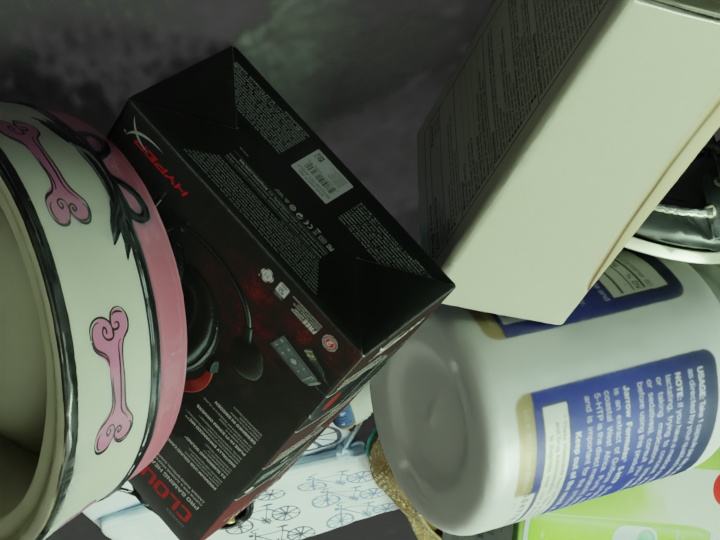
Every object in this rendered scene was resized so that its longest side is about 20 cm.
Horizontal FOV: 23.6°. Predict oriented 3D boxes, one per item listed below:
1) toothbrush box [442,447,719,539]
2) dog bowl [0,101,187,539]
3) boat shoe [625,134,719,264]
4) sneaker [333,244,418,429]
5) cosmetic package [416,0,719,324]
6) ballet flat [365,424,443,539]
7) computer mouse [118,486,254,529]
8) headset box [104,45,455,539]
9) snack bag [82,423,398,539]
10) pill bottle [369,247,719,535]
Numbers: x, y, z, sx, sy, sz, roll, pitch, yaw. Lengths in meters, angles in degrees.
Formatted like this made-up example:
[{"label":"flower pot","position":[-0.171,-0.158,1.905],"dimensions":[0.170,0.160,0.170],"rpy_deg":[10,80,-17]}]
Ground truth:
[{"label":"toothbrush box","position":[0.157,0.114,0.993],"dimensions":[0.200,0.146,0.086],"rpy_deg":[8,178,-27]},{"label":"dog bowl","position":[-0.150,0.018,0.736],"dimensions":[0.074,0.200,0.200],"rpy_deg":[-15,155,-41]},{"label":"boat shoe","position":[0.193,-0.041,0.865],"dimensions":[0.199,0.075,0.066],"rpy_deg":[8,114,-14]},{"label":"sneaker","position":[0.000,0.000,0.875],"dimensions":[0.088,0.075,0.200],"rpy_deg":[-28,149,-8]},{"label":"cosmetic package","position":[0.093,-0.076,0.736],"dimensions":[0.073,0.104,0.200],"rpy_deg":[11,142,-16]},{"label":"ballet flat","position":[0.065,0.154,1.102],"dimensions":[0.071,0.065,0.200],"rpy_deg":[-53,144,-5]},{"label":"computer mouse","position":[-0.142,0.114,0.849],"dimensions":[0.200,0.034,0.059],"rpy_deg":[7,120,-26]},{"label":"headset box","position":[-0.073,0.023,0.788],"dimensions":[0.075,0.149,0.200],"rpy_deg":[-35,170,-45]},{"label":"snack bag","position":[-0.083,0.132,1.075],"dimensions":[0.188,0.021,0.200],"rpy_deg":[-17,147,8]},{"label":"pill bottle","position":[0.117,0.051,0.858],"dimensions":[0.200,0.120,0.120],"rpy_deg":[-11,150,-27]}]
